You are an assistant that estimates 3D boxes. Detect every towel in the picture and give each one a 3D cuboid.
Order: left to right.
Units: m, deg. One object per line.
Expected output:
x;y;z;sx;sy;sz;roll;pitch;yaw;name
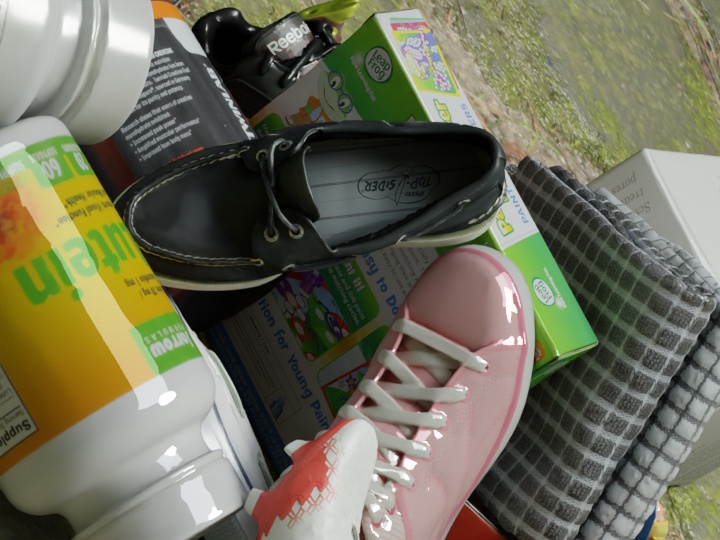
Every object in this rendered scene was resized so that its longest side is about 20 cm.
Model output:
0.104;0.044;1.454;0.085;0.166;0.200;22;12;-33;towel

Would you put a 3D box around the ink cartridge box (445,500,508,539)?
0.066;0.206;1.413;0.200;0.109;0.050;44;27;-22;ink cartridge box

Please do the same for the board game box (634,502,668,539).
0.154;0.119;1.537;0.039;0.201;0.159;3;44;-11;board game box

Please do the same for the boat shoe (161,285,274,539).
-0.096;0.071;1.346;0.201;0.073;0.067;68;23;-6;boat shoe

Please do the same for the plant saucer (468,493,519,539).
0.057;0.133;1.562;0.200;0.037;0.201;41;30;-30;plant saucer

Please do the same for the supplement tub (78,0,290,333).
-0.116;-0.072;1.410;0.201;0.107;0.107;58;26;14;supplement tub

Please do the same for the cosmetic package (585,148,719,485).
0.195;0.035;1.758;0.200;0.164;0.166;3;58;-60;cosmetic package

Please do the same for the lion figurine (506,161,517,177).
0.036;0.004;1.583;0.199;0.123;0.073;-8;60;-36;lion figurine

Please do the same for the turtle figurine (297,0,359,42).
-0.003;-0.079;1.651;0.200;0.064;0.162;-43;122;-47;turtle figurine

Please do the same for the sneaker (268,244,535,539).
0.017;0.083;1.320;0.075;0.201;0.105;26;8;22;sneaker

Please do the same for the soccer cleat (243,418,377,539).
-0.026;0.164;1.227;0.201;0.085;0.069;-63;154;-13;soccer cleat

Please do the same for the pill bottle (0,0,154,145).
-0.201;-0.121;1.275;0.199;0.114;0.115;12;49;-37;pill bottle

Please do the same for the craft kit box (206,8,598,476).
0.000;0.000;1.428;0.048;0.197;0.201;-15;74;-49;craft kit box

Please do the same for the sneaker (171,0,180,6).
-0.123;-0.183;1.546;0.077;0.085;0.200;63;27;-2;sneaker

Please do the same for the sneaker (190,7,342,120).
-0.024;-0.085;1.499;0.200;0.098;0.071;28;43;29;sneaker

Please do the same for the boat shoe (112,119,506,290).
-0.022;-0.037;1.304;0.198;0.066;0.075;-2;73;-13;boat shoe

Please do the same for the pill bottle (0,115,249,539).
-0.135;0.041;1.254;0.201;0.111;0.111;59;27;4;pill bottle
